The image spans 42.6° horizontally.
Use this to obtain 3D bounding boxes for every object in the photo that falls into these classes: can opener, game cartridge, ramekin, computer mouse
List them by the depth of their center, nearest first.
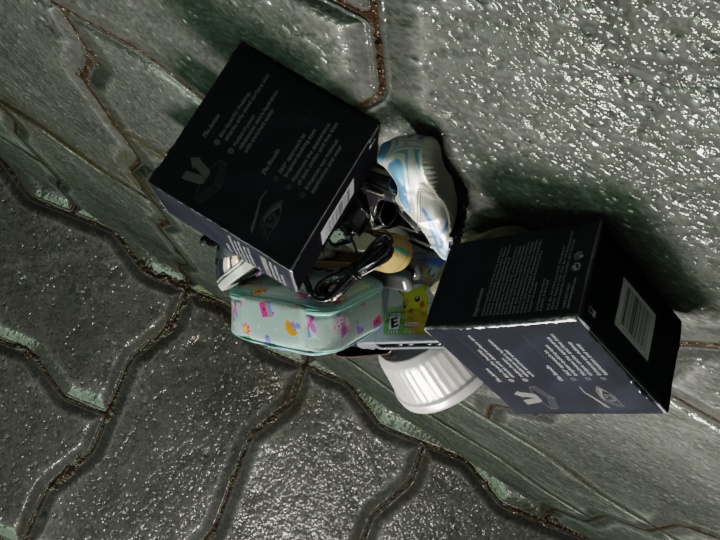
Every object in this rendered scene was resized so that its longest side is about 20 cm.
[{"bbox_3d":[-0.040,-0.055,1.179,0.046,0.140,0.202,23,-148,-57],"label":"computer mouse"},{"bbox_3d":[0.085,0.041,1.287,0.197,0.136,0.040,-6,154,37],"label":"game cartridge"},{"bbox_3d":[0.000,0.000,1.320,0.197,0.053,0.067,6,133,36],"label":"can opener"},{"bbox_3d":[0.115,0.112,1.416,0.095,0.203,0.201,50,160,-26],"label":"ramekin"}]

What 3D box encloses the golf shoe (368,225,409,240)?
[{"bbox_3d":[-0.010,-0.059,1.346,0.097,0.079,0.199,33,169,-34],"label":"golf shoe"}]

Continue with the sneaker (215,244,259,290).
[{"bbox_3d":[-0.152,-0.038,1.228,0.080,0.078,0.199,59,146,3],"label":"sneaker"}]

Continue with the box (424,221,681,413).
[{"bbox_3d":[0.211,0.060,1.005,0.198,0.119,0.196,-8,141,43],"label":"box"}]

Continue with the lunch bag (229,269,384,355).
[{"bbox_3d":[-0.073,0.046,1.259,0.197,0.159,0.079,9,112,34],"label":"lunch bag"}]

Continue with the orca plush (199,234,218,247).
[{"bbox_3d":[-0.197,-0.065,1.272,0.104,0.072,0.200,23,164,40],"label":"orca plush"}]

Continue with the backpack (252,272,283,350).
[{"bbox_3d":[-0.120,0.027,1.593,0.134,0.202,0.182,34,178,32],"label":"backpack"}]

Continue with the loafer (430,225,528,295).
[{"bbox_3d":[0.148,-0.017,1.135,0.075,0.069,0.199,24,153,-18],"label":"loafer"}]

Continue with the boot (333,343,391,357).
[{"bbox_3d":[0.016,0.063,1.425,0.197,0.073,0.168,0,-131,-32],"label":"boot"}]

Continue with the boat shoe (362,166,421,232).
[{"bbox_3d":[0.028,-0.086,1.172,0.072,0.063,0.199,41,165,-30],"label":"boat shoe"}]

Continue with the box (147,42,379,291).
[{"bbox_3d":[-0.108,-0.118,1.085,0.198,0.199,0.118,31,168,6],"label":"box"}]

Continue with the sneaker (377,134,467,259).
[{"bbox_3d":[0.074,-0.083,1.047,0.071,0.073,0.201,8,150,27],"label":"sneaker"}]

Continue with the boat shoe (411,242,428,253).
[{"bbox_3d":[0.072,0.003,1.373,0.198,0.072,0.072,22,164,41],"label":"boat shoe"}]

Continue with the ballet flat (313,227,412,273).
[{"bbox_3d":[-0.025,-0.039,1.230,0.196,0.070,0.063,4,167,31],"label":"ballet flat"}]

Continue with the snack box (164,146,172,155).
[{"bbox_3d":[-0.208,-0.144,1.459,0.169,0.068,0.199,49,165,-24],"label":"snack box"}]
